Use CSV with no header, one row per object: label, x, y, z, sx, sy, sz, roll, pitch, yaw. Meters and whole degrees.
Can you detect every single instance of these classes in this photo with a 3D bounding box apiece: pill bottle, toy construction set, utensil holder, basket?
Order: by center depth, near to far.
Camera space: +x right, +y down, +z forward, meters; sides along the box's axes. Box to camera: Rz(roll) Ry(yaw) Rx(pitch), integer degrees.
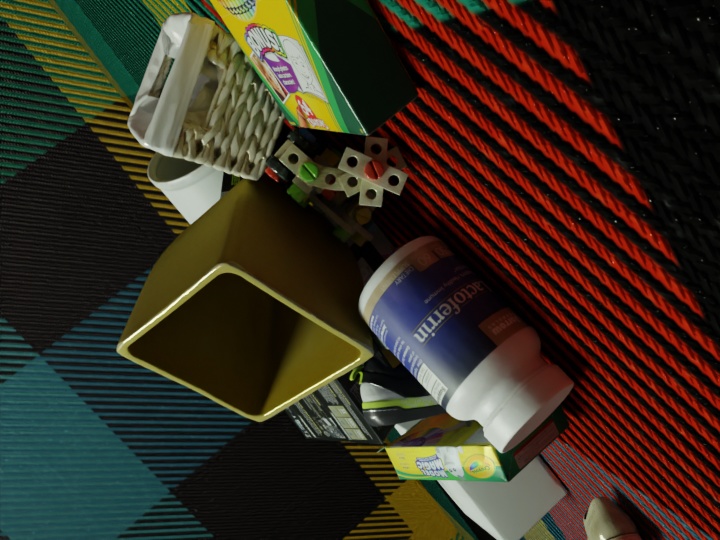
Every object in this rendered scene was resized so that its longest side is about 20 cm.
pill bottle,0.100,0.070,0.727,0.200,0.116,0.116,46,168,22
toy construction set,-0.024,-0.085,0.756,0.131,0.092,0.200,41,169,-3
basket,-0.159,-0.181,0.791,0.123,0.136,0.200,20,-172,-25
utensil holder,-0.232,-0.137,1.276,0.170,0.170,0.200,38,166,49

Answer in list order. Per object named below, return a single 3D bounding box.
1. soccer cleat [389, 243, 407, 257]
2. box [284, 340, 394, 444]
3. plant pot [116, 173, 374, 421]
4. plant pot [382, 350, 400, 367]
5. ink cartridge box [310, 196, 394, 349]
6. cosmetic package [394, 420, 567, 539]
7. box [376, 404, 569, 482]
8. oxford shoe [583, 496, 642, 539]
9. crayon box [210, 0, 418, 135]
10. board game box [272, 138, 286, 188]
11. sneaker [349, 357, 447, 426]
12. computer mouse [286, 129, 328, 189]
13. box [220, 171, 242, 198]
soccer cleat,0.064,0.069,0.870,0.076,0.067,0.201,-11,102,52
box,-0.054,0.131,1.015,0.163,0.086,0.201,-11,120,47
plant pot,-0.115,0.011,0.827,0.195,0.194,0.201,35,-142,-30
plant pot,0.006,0.117,1.203,0.200,0.142,0.200,48,169,13
ink cartridge box,0.000,0.000,0.989,0.200,0.083,0.146,52,169,-1
cosmetic package,0.169,0.277,1.126,0.200,0.123,0.199,50,170,-4
box,0.116,0.185,0.831,0.200,0.117,0.049,-16,99,53
oxford shoe,0.307,0.323,0.909,0.200,0.070,0.074,66,-174,-57
crayon box,-0.056,-0.201,0.610,0.173,0.058,0.200,55,169,-23
board game box,-0.115,-0.080,1.045,0.120,0.032,0.201,-77,-18,-50
sneaker,0.089,0.109,0.796,0.072,0.199,0.083,141,119,-69
computer mouse,-0.081,-0.092,0.922,0.059,0.034,0.200,62,141,26
box,-0.147,-0.097,1.078,0.193,0.047,0.201,67,-159,-59
